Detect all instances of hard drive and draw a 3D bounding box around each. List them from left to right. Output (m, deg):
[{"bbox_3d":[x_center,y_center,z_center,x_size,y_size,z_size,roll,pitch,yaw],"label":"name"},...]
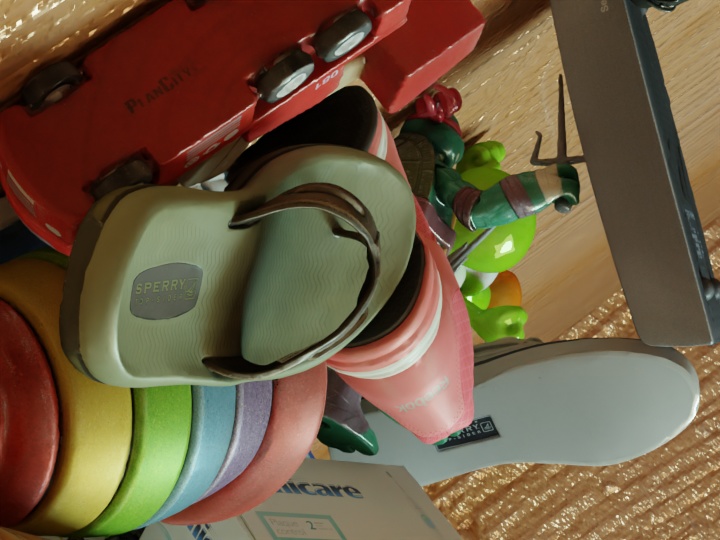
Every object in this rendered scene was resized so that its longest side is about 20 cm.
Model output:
[{"bbox_3d":[0.137,-0.059,1.119,0.042,0.202,0.135,-15,177,12],"label":"hard drive"}]

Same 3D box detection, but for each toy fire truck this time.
[{"bbox_3d":[-0.039,-0.066,0.803,0.199,0.049,0.141,-36,171,-15],"label":"toy fire truck"}]

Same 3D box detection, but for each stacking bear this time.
[{"bbox_3d":[-0.117,0.045,0.802,0.113,0.123,0.199,-10,180,43],"label":"stacking bear"}]

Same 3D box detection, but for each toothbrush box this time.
[{"bbox_3d":[-0.053,0.193,1.120,0.146,0.085,0.201,10,117,-42],"label":"toothbrush box"}]

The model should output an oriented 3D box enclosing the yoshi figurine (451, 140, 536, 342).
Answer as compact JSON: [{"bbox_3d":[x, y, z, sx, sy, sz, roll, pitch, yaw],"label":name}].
[{"bbox_3d":[0.071,-0.018,1.378,0.112,0.112,0.200,-54,167,5],"label":"yoshi figurine"}]

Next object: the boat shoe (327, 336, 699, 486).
[{"bbox_3d":[0.081,0.066,1.189,0.199,0.072,0.066,-17,-153,22],"label":"boat shoe"}]

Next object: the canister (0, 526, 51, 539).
[{"bbox_3d":[-0.141,0.139,0.761,0.147,0.087,0.200,-18,162,14],"label":"canister"}]

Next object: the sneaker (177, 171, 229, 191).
[{"bbox_3d":[-0.047,0.001,1.007,0.199,0.087,0.075,-28,168,-45],"label":"sneaker"}]

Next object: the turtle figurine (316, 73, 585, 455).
[{"bbox_3d":[0.034,-0.010,1.148,0.150,0.100,0.201,-38,-150,62],"label":"turtle figurine"}]

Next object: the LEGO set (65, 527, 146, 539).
[{"bbox_3d":[-0.141,0.085,1.110,0.199,0.116,0.154,-33,144,-19],"label":"LEGO set"}]

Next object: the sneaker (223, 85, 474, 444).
[{"bbox_3d":[0.000,0.000,0.934,0.073,0.087,0.201,-28,-146,7],"label":"sneaker"}]

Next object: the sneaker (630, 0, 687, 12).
[{"bbox_3d":[0.146,-0.154,1.003,0.091,0.076,0.200,-43,169,13],"label":"sneaker"}]

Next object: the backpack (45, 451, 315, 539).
[{"bbox_3d":[-0.100,0.165,1.277,0.147,0.201,0.183,-29,169,-46],"label":"backpack"}]

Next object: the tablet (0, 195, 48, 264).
[{"bbox_3d":[-0.165,0.024,0.884,0.130,0.014,0.200,-34,170,-25],"label":"tablet"}]

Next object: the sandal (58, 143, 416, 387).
[{"bbox_3d":[-0.027,0.005,0.756,0.057,0.081,0.201,7,-169,25],"label":"sandal"}]
